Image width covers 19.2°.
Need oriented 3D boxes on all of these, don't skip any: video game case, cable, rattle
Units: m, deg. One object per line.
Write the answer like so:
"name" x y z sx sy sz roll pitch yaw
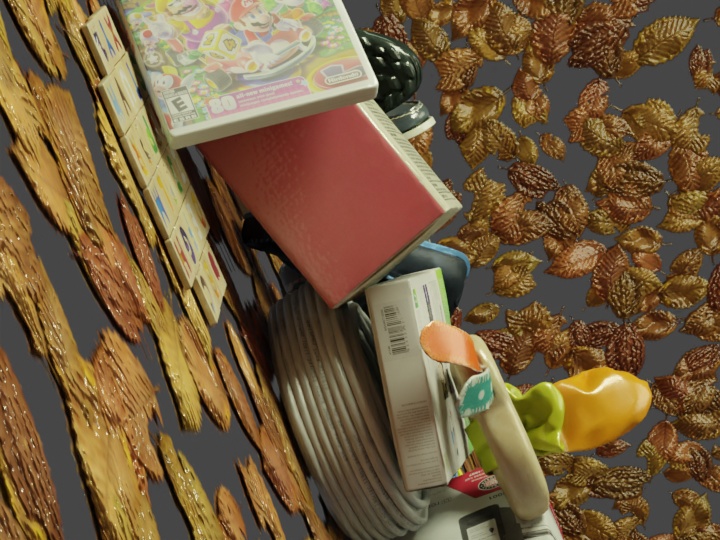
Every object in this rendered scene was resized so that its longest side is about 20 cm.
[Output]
"video game case" -0.089 -0.180 1.410 0.018 0.143 0.200 100 -29 -59
"cable" -0.010 0.102 1.562 0.200 0.069 0.200 -106 172 -45
"rattle" 0.128 0.080 1.485 0.200 0.143 0.130 71 11 -48

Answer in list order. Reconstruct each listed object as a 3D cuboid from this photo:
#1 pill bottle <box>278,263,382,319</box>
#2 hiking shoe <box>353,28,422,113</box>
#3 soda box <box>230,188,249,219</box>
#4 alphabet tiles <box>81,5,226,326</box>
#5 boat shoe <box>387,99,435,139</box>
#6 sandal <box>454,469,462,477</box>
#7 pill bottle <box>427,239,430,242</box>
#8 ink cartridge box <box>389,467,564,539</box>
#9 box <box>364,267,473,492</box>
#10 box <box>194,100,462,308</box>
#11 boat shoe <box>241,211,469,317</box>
"pill bottle" 0.015 0.071 1.744 0.106 0.106 0.200 26 43 -83
"hiking shoe" -0.032 -0.153 1.613 0.087 0.200 0.075 -28 113 -52
"soda box" -0.066 -0.090 1.752 0.200 0.070 0.064 -69 135 -83
"alphabet tiles" -0.127 -0.068 1.339 0.166 0.006 0.200 -92 160 -77
"boat shoe" -0.020 -0.138 1.879 0.200 0.075 0.062 1 -70 47
"sandal" 0.048 0.189 1.810 0.087 0.079 0.200 57 10 -51
"pill bottle" 0.010 -0.003 1.905 0.116 0.116 0.200 -5 82 -85
"ink cartridge box" 0.083 0.234 1.553 0.200 0.145 0.084 -101 169 -66
"box" 0.045 0.074 1.540 0.200 0.036 0.145 -12 91 -80
"box" -0.035 -0.084 1.491 0.200 0.109 0.128 50 7 3
"boat shoe" 0.000 0.000 1.648 0.084 0.200 0.069 -5 -107 64
